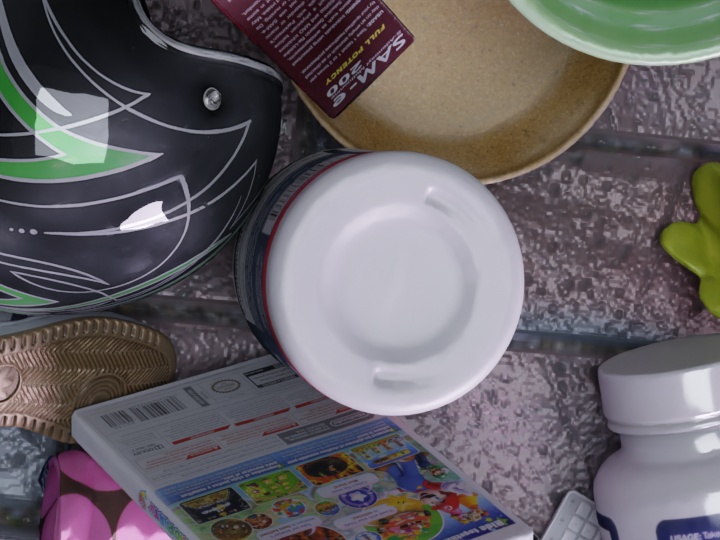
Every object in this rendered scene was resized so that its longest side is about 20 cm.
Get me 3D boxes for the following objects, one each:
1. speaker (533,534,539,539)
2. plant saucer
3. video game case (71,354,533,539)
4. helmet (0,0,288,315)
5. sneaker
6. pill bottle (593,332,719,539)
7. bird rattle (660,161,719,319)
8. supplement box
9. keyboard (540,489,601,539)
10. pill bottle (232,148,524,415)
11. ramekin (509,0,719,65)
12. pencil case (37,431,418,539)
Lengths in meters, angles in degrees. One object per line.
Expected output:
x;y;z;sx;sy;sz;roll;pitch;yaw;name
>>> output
0.101;0.241;1.172;0.081;0.081;0.201;-28;103;-8;speaker
0.048;-0.145;1.168;0.198;0.035;0.202;-1;93;-11;plant saucer
-0.032;0.102;1.074;0.142;0.200;0.018;-15;122;-31;video game case
-0.142;-0.072;1.061;0.199;0.200;0.192;-32;84;-7;helmet
-0.195;0.036;1.120;0.199;0.108;0.071;-2;115;-42;sneaker
0.186;0.141;1.167;0.119;0.120;0.202;-12;98;-9;pill bottle
0.274;-0.019;1.190;0.199;0.113;0.164;26;72;-14;bird rattle
-0.063;-0.161;1.022;0.061;0.109;0.200;-44;145;4;supplement box
0.087;0.219;1.211;0.056;0.011;0.201;30;88;-11;keyboard
0.000;0.000;1.084;0.118;0.200;0.121;-1;94;-10;pill bottle
0.145;-0.211;1.084;0.198;0.098;0.202;0;118;-1;ramekin
-0.065;0.128;1.140;0.198;0.091;0.094;-2;137;-10;pencil case
